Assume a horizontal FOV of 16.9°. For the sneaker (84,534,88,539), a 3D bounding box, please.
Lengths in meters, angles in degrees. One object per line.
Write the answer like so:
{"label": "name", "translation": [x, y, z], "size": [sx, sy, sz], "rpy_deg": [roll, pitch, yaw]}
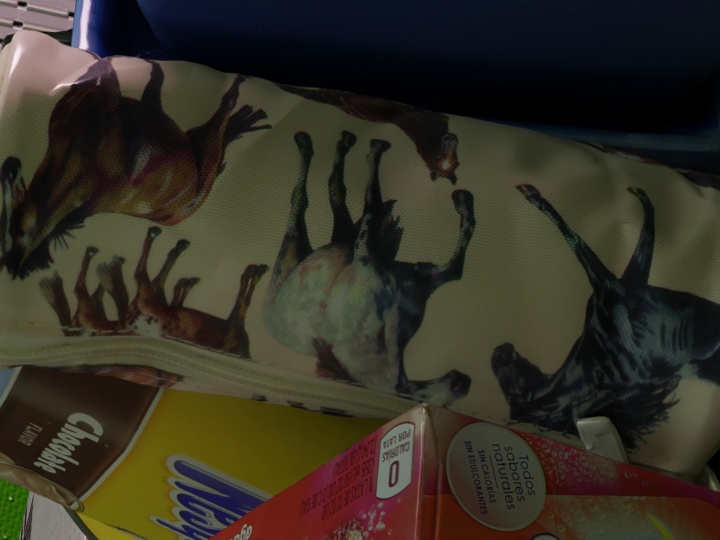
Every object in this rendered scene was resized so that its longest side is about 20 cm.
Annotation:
{"label": "sneaker", "translation": [-0.096, 0.165, 1.100], "size": [0.116, 0.078, 0.200], "rpy_deg": [-85, -17, -60]}

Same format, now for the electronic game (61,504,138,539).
{"label": "electronic game", "translation": [-0.059, 0.045, 0.931], "size": [0.042, 0.200, 0.200], "rpy_deg": [-27, -39, -51]}

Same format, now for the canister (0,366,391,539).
{"label": "canister", "translation": [-0.049, 0.031, 0.678], "size": [0.087, 0.200, 0.149], "rpy_deg": [-68, 9, -19]}

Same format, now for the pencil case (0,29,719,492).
{"label": "pencil case", "translation": [-0.002, 0.002, 0.567], "size": [0.078, 0.200, 0.090], "rpy_deg": [114, 162, -47]}

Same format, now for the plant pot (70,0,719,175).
{"label": "plant pot", "translation": [0.019, -0.131, 0.634], "size": [0.200, 0.200, 0.180], "rpy_deg": [-93, 11, -54]}

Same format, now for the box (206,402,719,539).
{"label": "box", "translation": [0.005, 0.115, 0.575], "size": [0.200, 0.100, 0.096], "rpy_deg": [-37, 42, 53]}

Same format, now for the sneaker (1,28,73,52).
{"label": "sneaker", "translation": [-0.077, -0.036, 0.803], "size": [0.200, 0.076, 0.091], "rpy_deg": [-57, -27, -85]}
